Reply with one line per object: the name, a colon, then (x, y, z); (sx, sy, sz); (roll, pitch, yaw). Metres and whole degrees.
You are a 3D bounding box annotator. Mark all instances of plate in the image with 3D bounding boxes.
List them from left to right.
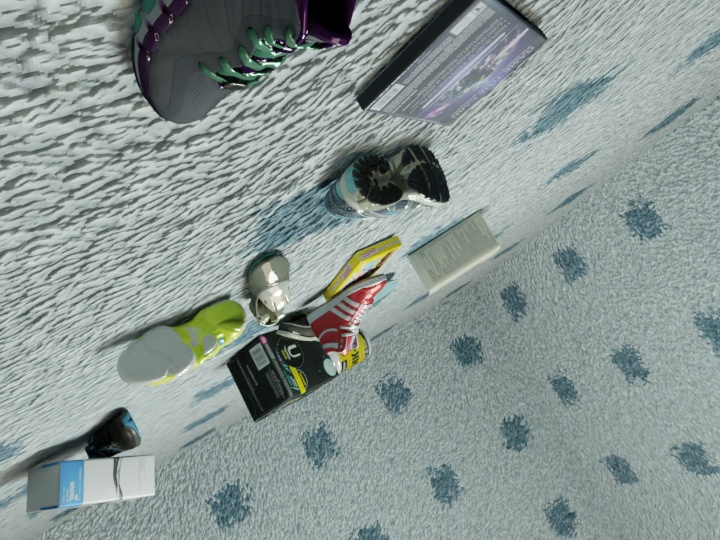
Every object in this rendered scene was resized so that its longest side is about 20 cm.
plate: (0.011, 0.070, 1.536); (0.198, 0.026, 0.200); (-30, 170, -6)

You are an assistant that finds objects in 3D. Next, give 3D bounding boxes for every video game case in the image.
video game case: (0.097, -0.200, 0.589); (0.142, 0.019, 0.199); (-38, 169, 30)

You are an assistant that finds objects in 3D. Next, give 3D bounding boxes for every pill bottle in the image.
pill bottle: (-0.068, 0.279, 2.006); (0.198, 0.116, 0.114); (-24, 168, -36)

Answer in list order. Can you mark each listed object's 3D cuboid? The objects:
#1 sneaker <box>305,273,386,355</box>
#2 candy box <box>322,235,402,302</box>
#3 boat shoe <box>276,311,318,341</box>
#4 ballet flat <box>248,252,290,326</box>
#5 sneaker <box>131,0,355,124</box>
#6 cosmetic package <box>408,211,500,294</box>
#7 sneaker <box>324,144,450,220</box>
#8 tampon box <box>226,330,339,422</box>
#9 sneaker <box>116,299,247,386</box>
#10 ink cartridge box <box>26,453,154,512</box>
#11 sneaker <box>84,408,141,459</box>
sneaker: (-0.011, 0.095, 1.211); (0.198, 0.114, 0.071); (-33, 165, 24)
candy box: (0.000, 0.000, 1.190); (0.101, 0.027, 0.200); (-21, 165, -30)
boat shoe: (-0.118, 0.120, 1.313); (0.070, 0.062, 0.201); (13, 177, 24)
ballet flat: (-0.128, 0.035, 0.886); (0.067, 0.064, 0.200); (-27, 168, -20)
sneaker: (-0.054, -0.126, 0.305); (0.074, 0.089, 0.200); (-20, 164, -46)
cosmetic package: (0.222, -0.039, 1.436); (0.198, 0.105, 0.087); (-30, 168, 1)
sneaker: (0.033, -0.103, 0.744); (0.198, 0.079, 0.086); (-9, 169, -47)
tampon box: (-0.173, 0.224, 1.370); (0.126, 0.152, 0.199); (-36, 169, 29)
sneaker: (-0.254, 0.116, 0.861); (0.198, 0.077, 0.105); (-25, 168, -37)
ink cartridge box: (-0.531, 0.421, 1.194); (0.143, 0.086, 0.198); (-21, 158, 36)
sneaker: (-0.492, 0.337, 1.192); (0.081, 0.074, 0.200); (-20, 164, -39)
